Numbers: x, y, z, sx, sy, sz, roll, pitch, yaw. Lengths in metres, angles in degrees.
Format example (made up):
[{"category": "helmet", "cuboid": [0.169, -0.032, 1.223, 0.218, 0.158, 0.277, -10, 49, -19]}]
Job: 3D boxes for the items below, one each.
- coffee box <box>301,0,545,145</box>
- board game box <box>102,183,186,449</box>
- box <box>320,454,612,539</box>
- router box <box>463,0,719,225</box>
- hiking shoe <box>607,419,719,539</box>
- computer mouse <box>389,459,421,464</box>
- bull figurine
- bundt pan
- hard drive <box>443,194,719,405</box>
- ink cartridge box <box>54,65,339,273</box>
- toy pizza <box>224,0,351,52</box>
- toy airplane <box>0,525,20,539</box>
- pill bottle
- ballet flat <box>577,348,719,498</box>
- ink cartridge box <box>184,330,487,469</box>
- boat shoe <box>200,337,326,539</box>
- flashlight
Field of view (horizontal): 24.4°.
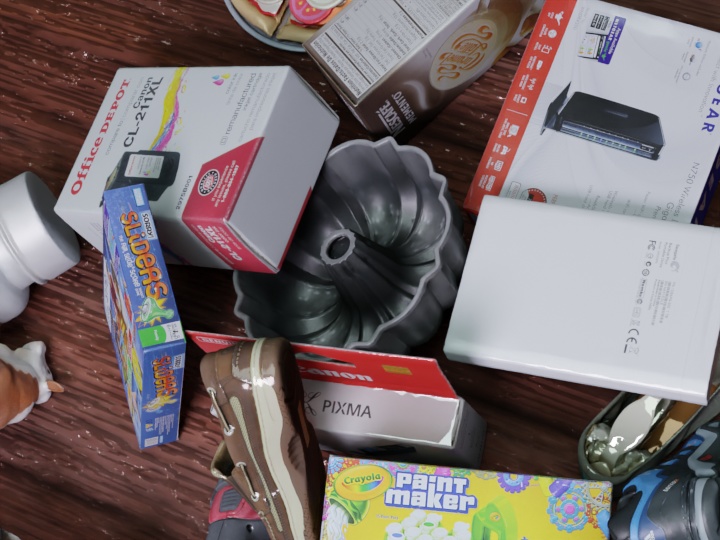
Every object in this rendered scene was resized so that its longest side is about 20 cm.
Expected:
[{"category": "coffee box", "cuboid": [0.062, -0.203, 1.365, 0.200, 0.114, 0.080, -41, 66, 1]}, {"category": "board game box", "cuboid": [-0.172, 0.041, 1.309, 0.034, 0.201, 0.137, -12, 67, -14]}, {"category": "box", "cuboid": [0.068, 0.240, 1.176, 0.197, 0.122, 0.195, 6, 79, 3]}, {"category": "router box", "cuboid": [0.201, -0.107, 1.325, 0.178, 0.049, 0.202, 18, 78, 22]}, {"category": "hiking shoe", "cuboid": [0.220, 0.151, 1.155, 0.086, 0.200, 0.075, -12, 90, 17]}, {"category": "computer mouse", "cuboid": [0.013, 0.253, 1.264, 0.139, 0.046, 0.203, -14, 79, 3]}, {"category": "bull figurine", "cuboid": [-0.334, 0.101, 1.353, 0.065, 0.122, 0.200, 6, 39, 47]}, {"category": "bundt pan", "cuboid": [0.000, 0.000, 1.315, 0.200, 0.076, 0.204, -18, 51, 24]}, {"category": "hard drive", "cuboid": [0.173, 0.019, 1.242, 0.198, 0.027, 0.133, 9, 69, 20]}, {"category": "ink cartridge box", "cuboid": [-0.136, -0.085, 1.360, 0.198, 0.083, 0.147, 4, 64, 38]}, {"category": "toy pizza", "cuboid": [-0.036, -0.289, 1.467, 0.197, 0.032, 0.203, -5, 71, 15]}, {"category": "toy airplane", "cuboid": [-0.364, 0.242, 1.282, 0.198, 0.198, 0.143, -21, 104, -28]}, {"category": "pill bottle", "cuboid": [-0.345, 0.003, 1.418, 0.198, 0.114, 0.115, -29, 66, 6]}, {"category": "ballet flat", "cuboid": [0.238, 0.088, 1.241, 0.067, 0.064, 0.200, 41, 87, 24]}, {"category": "ink cartridge box", "cuboid": [-0.019, 0.100, 1.253, 0.197, 0.176, 0.045, 6, 73, 19]}, {"category": "boat shoe", "cuboid": [-0.071, 0.137, 1.216, 0.074, 0.205, 0.075, -4, 28, 11]}, {"category": "flashlight", "cuboid": [-0.098, 0.231, 1.243, 0.067, 0.068, 0.201, 23, 41, -8]}]
